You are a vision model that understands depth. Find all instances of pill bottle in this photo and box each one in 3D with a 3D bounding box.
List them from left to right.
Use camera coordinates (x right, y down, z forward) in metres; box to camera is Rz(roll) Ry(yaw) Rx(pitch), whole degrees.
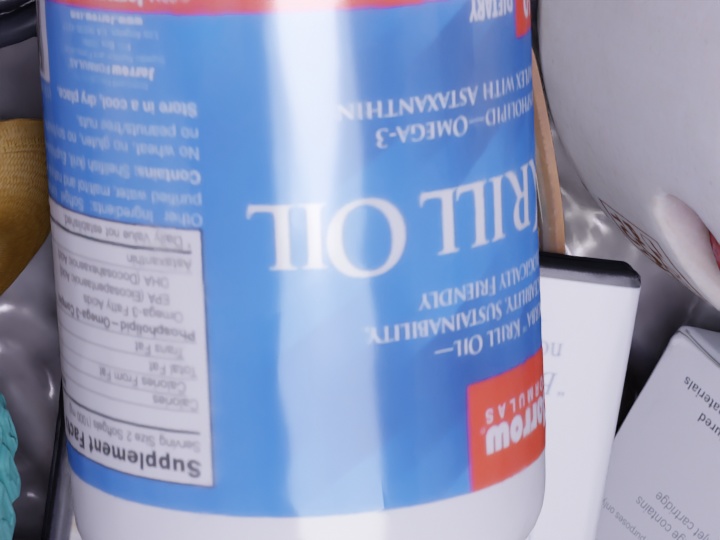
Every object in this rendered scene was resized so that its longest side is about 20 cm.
[{"bbox_3d":[-0.013,0.012,0.680,0.112,0.112,0.201,-6,104,-12],"label":"pill bottle"}]

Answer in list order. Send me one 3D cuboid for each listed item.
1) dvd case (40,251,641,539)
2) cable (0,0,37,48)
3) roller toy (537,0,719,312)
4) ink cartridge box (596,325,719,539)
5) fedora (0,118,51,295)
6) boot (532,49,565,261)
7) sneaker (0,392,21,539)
[{"bbox_3d":[-0.013,0.087,0.765,0.142,0.018,0.201,7,103,-10],"label":"dvd case"},{"bbox_3d":[-0.079,-0.124,0.702,0.199,0.051,0.164,8,131,-10],"label":"cable"},{"bbox_3d":[0.143,-0.063,0.761,0.199,0.140,0.183,-8,112,-23],"label":"roller toy"},{"bbox_3d":[0.110,0.129,0.855,0.145,0.084,0.200,12,113,-45],"label":"ink cartridge box"},{"bbox_3d":[-0.167,-0.002,0.718,0.200,0.201,0.082,-34,80,2],"label":"fedora"},{"bbox_3d":[0.000,0.000,0.791,0.097,0.075,0.201,-14,120,-12],"label":"boot"},{"bbox_3d":[-0.165,0.086,0.723,0.200,0.091,0.078,-47,133,-34],"label":"sneaker"}]
